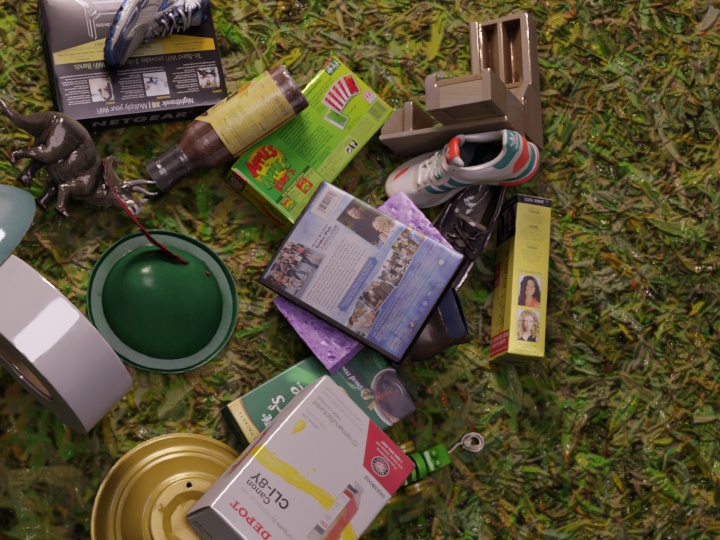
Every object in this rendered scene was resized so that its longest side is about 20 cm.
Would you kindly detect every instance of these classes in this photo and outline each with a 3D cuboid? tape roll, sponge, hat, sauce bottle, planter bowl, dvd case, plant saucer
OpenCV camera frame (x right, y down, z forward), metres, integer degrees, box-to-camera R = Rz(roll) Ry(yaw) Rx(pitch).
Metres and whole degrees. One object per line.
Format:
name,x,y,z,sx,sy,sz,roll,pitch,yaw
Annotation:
tape roll,-0.330,0.075,1.254,0.202,0.202,0.071,45,70,-3
sponge,0.007,0.012,1.392,0.200,0.030,0.112,-41,66,-2
hat,-0.214,0.012,1.313,0.199,0.176,0.166,20,72,-11
sauce bottle,-0.157,-0.162,1.406,0.200,0.065,0.065,-33,88,0
planter bowl,-0.187,0.273,1.311,0.200,0.083,0.201,4,77,-16
dvd case,0.000,0.000,1.372,0.200,0.018,0.143,29,81,21
plant saucer,-0.431,-0.030,1.254,0.200,0.200,0.036,-46,126,-21

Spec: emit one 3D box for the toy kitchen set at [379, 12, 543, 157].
toy kitchen set,0.114,-0.241,1.490,0.163,0.200,0.181,-7,75,24

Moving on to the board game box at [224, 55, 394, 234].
board game box,-0.060,-0.152,1.468,0.102,0.048,0.200,41,69,-4

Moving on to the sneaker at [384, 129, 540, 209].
sneaker,0.107,-0.130,1.442,0.199,0.093,0.071,-10,67,26

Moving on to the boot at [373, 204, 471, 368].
boot,0.070,0.010,1.434,0.097,0.075,0.201,-13,74,14

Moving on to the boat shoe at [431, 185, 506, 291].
boat shoe,0.126,-0.052,1.491,0.072,0.065,0.200,31,71,-9

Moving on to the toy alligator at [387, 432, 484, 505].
toy alligator,0.066,0.227,1.413,0.199,0.054,0.059,-19,83,-20

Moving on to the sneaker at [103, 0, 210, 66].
sneaker,-0.218,-0.305,1.387,0.085,0.077,0.200,35,70,-10

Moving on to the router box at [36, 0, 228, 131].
router box,-0.267,-0.252,1.426,0.199,0.052,0.158,-9,80,-19

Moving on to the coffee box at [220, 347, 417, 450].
coffee box,-0.046,0.161,1.400,0.200,0.044,0.123,-28,86,-21

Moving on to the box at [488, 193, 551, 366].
box,0.197,0.013,1.494,0.050,0.075,0.201,8,76,-13

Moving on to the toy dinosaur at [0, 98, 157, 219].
toy dinosaur,-0.332,-0.126,1.355,0.102,0.077,0.200,-49,115,-21

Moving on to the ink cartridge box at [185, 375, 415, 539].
ink cartridge box,-0.061,0.235,1.282,0.145,0.083,0.200,46,58,-4
